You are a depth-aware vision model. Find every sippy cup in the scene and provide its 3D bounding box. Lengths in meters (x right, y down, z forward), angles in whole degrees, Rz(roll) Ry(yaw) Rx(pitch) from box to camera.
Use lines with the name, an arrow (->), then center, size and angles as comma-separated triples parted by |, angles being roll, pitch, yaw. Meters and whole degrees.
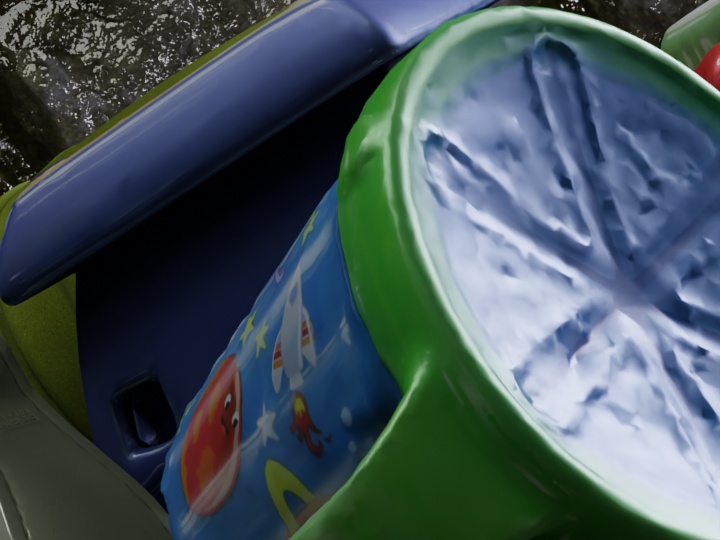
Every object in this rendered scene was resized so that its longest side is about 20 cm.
sippy cup -> 0.026, 0.034, 0.546 | 0.177, 0.140, 0.130 | 5, -35, -37

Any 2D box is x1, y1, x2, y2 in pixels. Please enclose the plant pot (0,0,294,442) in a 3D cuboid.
plant pot -> -0.031, -0.020, 1.078 | 0.193, 0.201, 0.200 | -44, -3, 27

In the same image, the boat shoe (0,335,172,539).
boat shoe -> -0.118, 0.083, 0.815 | 0.072, 0.201, 0.061 | -7, -40, -54

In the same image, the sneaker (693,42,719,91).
sneaker -> 0.116, -0.037, 1.002 | 0.084, 0.078, 0.200 | 6, -19, -7

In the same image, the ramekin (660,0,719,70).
ramekin -> 0.228, -0.107, 1.080 | 0.199, 0.098, 0.200 | -32, 2, 1

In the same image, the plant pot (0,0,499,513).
plant pot -> 0.000, 0.000, 0.892 | 0.199, 0.180, 0.200 | -32, 2, 21
